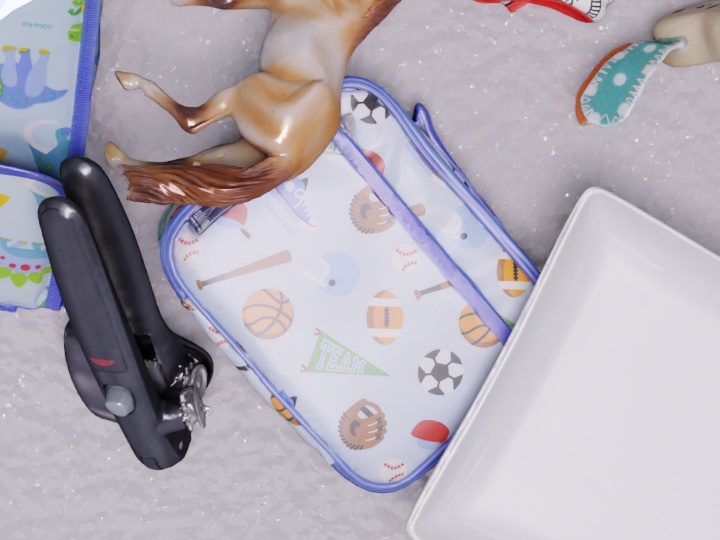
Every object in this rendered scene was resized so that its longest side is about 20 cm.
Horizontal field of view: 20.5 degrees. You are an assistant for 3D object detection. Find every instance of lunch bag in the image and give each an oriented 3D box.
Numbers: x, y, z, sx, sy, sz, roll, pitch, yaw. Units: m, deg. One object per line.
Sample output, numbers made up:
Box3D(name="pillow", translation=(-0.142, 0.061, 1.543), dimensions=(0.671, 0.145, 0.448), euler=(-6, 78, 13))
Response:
Box3D(name="lunch bag", translation=(0.000, 0.000, 1.025), dimensions=(0.160, 0.076, 0.200), euler=(-40, 100, -1))
Box3D(name="lunch bag", translation=(-0.216, -0.081, 0.976), dimensions=(0.170, 0.127, 0.200), euler=(8, 111, -8))

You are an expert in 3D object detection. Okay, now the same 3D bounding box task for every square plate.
Box3D(name="square plate", translation=(0.151, 0.088, 1.010), dimensions=(0.200, 0.028, 0.198), euler=(28, 91, -10))

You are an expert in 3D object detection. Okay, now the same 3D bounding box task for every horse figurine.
Box3D(name="horse figurine", translation=(-0.048, -0.100, 0.968), dimensions=(0.132, 0.050, 0.200), euler=(10, 60, 14))

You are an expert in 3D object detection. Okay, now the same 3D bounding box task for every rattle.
Box3D(name="rattle", translation=(0.186, -0.162, 0.998), dimensions=(0.200, 0.130, 0.143), euler=(-10, 119, 22))

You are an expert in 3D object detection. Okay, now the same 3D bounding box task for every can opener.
Box3D(name="can opener", translation=(-0.119, 0.028, 0.968), dimensions=(0.078, 0.063, 0.200), euler=(0, 143, 9))

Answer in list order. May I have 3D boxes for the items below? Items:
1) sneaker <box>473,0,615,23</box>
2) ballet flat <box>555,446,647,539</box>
Box3D(name="sneaker", translation=(0.055, -0.200, 1.004), dimensions=(0.201, 0.067, 0.108), euler=(24, 93, -10))
Box3D(name="ballet flat", translation=(0.119, 0.122, 1.056), dimensions=(0.072, 0.072, 0.200), euler=(36, 93, -8))
